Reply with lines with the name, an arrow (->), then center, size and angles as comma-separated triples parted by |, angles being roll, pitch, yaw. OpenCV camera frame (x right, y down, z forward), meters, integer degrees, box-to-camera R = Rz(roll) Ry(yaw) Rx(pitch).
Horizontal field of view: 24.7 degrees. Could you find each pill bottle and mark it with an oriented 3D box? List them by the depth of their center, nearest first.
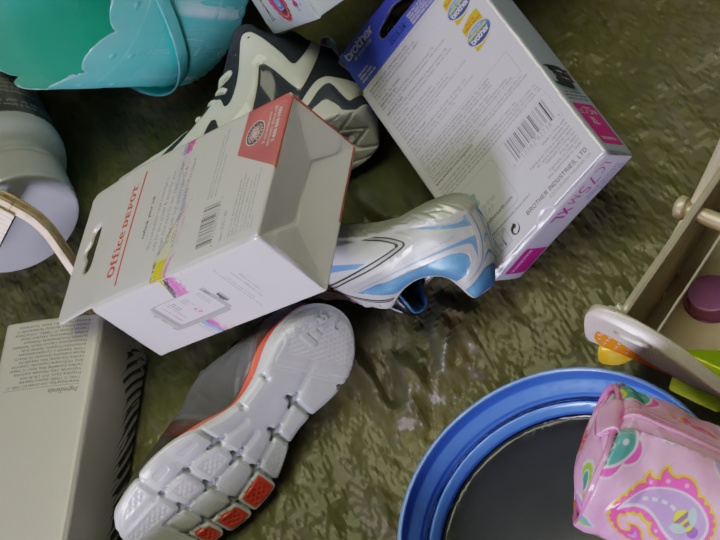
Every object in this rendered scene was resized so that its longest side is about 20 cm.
pill bottle -> -0.290, -0.099, 1.248 | 0.113, 0.114, 0.200 | -34, 52, 1

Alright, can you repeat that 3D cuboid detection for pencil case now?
pencil case -> 0.211, 0.124, 0.863 | 0.199, 0.088, 0.088 | 18, 66, 3

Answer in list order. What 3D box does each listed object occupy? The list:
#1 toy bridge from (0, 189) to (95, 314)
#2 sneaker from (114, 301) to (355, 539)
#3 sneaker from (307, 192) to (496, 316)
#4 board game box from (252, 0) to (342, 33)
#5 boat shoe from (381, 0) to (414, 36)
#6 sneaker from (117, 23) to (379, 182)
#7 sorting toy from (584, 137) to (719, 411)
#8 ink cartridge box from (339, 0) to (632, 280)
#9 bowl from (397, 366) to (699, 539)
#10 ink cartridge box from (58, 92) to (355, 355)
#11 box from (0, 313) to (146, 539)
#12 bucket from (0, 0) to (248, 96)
toy bridge -> -0.258, -0.022, 1.147 | 0.067, 0.199, 0.027 | -58, 9, 16
sneaker -> -0.085, 0.100, 1.077 | 0.200, 0.077, 0.082 | -45, 26, -8
sneaker -> 0.000, 0.000, 1.079 | 0.199, 0.072, 0.073 | -10, 97, 39
board game box -> 0.018, -0.246, 1.118 | 0.199, 0.064, 0.147 | -36, 12, -9
boat shoe -> 0.080, -0.134, 1.145 | 0.200, 0.072, 0.072 | 47, 116, 27
sneaker -> -0.090, -0.110, 1.192 | 0.198, 0.080, 0.130 | -26, 47, 13
sorting toy -> 0.248, 0.024, 0.949 | 0.179, 0.107, 0.200 | 29, 58, 18
ink cartridge box -> 0.077, -0.108, 1.079 | 0.119, 0.042, 0.201 | -49, 64, 30
bowl -> 0.121, 0.154, 0.955 | 0.199, 0.039, 0.202 | -11, 56, 18
ink cartridge box -> -0.103, -0.022, 1.075 | 0.199, 0.067, 0.117 | -20, 45, 39
box -> -0.203, 0.133, 1.094 | 0.082, 0.068, 0.201 | -7, 58, 21
bucket -> -0.186, -0.227, 1.223 | 0.206, 0.134, 0.209 | 1, 91, 45
